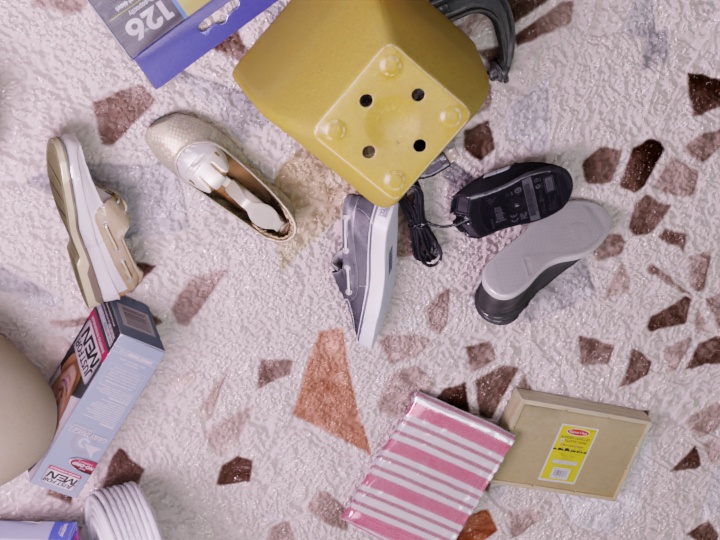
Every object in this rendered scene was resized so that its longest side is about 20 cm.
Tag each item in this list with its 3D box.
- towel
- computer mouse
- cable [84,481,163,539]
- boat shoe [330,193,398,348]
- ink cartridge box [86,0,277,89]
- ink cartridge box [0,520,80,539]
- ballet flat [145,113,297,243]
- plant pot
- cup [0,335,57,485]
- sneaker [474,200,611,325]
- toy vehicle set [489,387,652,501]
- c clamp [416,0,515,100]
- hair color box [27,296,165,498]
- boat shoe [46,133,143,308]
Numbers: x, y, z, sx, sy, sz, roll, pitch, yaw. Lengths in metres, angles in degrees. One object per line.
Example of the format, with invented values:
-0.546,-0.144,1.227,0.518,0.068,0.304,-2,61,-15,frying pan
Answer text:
0.083,0.253,1.916,0.145,0.030,0.201,25,107,-17,towel
0.132,-0.097,1.739,0.198,0.046,0.141,-23,131,4,computer mouse
-0.253,0.338,1.748,0.069,0.200,0.202,-15,87,-18,cable
0.000,0.000,1.737,0.067,0.072,0.202,13,133,11,boat shoe
-0.175,-0.302,1.521,0.197,0.047,0.201,-36,121,1,ink cartridge box
-0.380,0.340,1.760,0.197,0.042,0.121,1,121,9,ink cartridge box
-0.138,-0.096,1.634,0.199,0.062,0.068,34,102,-31,ballet flat
0.012,-0.178,1.546,0.194,0.200,0.196,37,104,-24,plant pot
-0.402,0.150,1.618,0.143,0.200,0.201,18,113,-52,cup
0.205,-0.009,1.808,0.199,0.071,0.099,-33,164,-27,sneaker
0.261,0.223,1.971,0.198,0.027,0.125,12,113,-25,toy vehicle set
0.084,-0.212,1.676,0.198,0.027,0.172,-27,118,-2,c clamp
-0.292,0.133,1.683,0.060,0.099,0.201,24,108,-29,hair color box
-0.275,-0.057,1.607,0.068,0.075,0.202,-19,129,-16,boat shoe
